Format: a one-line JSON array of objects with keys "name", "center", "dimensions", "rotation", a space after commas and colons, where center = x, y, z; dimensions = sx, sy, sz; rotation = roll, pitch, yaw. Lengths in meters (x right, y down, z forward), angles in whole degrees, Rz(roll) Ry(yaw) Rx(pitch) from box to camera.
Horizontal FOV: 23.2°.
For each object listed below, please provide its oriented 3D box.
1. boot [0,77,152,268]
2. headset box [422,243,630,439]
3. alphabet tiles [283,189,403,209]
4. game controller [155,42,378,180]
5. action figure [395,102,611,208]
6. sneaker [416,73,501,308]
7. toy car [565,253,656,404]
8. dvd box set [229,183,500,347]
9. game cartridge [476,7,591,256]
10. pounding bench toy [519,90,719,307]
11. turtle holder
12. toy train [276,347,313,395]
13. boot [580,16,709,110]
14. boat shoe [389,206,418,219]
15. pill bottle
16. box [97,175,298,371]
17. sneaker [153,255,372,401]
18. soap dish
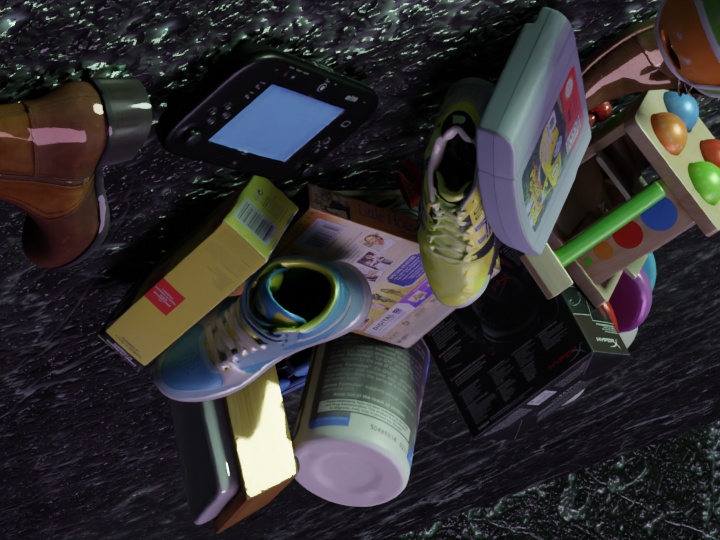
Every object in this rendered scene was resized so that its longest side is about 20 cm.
[{"name": "boot", "center": [-0.250, -0.048, 1.121], "dimensions": [0.199, 0.069, 0.188], "rotation": [-12, 160, -34]}, {"name": "headset box", "center": [0.130, 0.031, 1.599], "dimensions": [0.148, 0.201, 0.075], "rotation": [-40, 154, 27]}, {"name": "alphabet tiles", "center": [-0.075, -0.028, 1.551], "dimensions": [0.167, 0.008, 0.199], "rotation": [-35, 160, 35]}, {"name": "game controller", "center": [-0.062, -0.109, 1.240], "dimensions": [0.104, 0.042, 0.200], "rotation": [-30, 164, 21]}, {"name": "action figure", "center": [0.128, -0.109, 1.498], "dimensions": [0.198, 0.052, 0.065], "rotation": [-18, 168, -17]}, {"name": "sneaker", "center": [0.072, -0.055, 1.397], "dimensions": [0.076, 0.075, 0.202], "rotation": [-50, 147, -52]}, {"name": "toy car", "center": [0.217, 0.027, 1.743], "dimensions": [0.200, 0.176, 0.149], "rotation": [-38, -161, -36]}, {"name": "dvd box set", "center": [0.000, 0.000, 1.519], "dimensions": [0.199, 0.030, 0.146], "rotation": [17, 140, -29]}, {"name": "game cartridge", "center": [0.136, -0.097, 1.373], "dimensions": [0.134, 0.041, 0.200], "rotation": [-61, 157, -17]}, {"name": "pounding bench toy", "center": [0.232, -0.061, 1.522], "dimensions": [0.156, 0.125, 0.200], "rotation": [-34, -171, 32]}, {"name": "turtle holder", "center": [0.303, -0.207, 1.326], "dimensions": [0.131, 0.141, 0.186], "rotation": [-19, -147, 50]}, {"name": "toy train", "center": [-0.095, 0.094, 1.778], "dimensions": [0.199, 0.087, 0.114], "rotation": [-27, 170, 11]}, {"name": "boot", "center": [0.259, -0.170, 1.445], "dimensions": [0.199, 0.076, 0.074], "rotation": [-26, 166, 11]}, {"name": "boat shoe", "center": [-0.013, 0.003, 1.594], "dimensions": [0.199, 0.073, 0.062], "rotation": [-30, 166, 31]}, {"name": "pill bottle", "center": [0.004, 0.108, 1.639], "dimensions": [0.113, 0.201, 0.114], "rotation": [8, 141, 6]}, {"name": "box", "center": [-0.134, 0.003, 1.429], "dimensions": [0.200, 0.050, 0.075], "rotation": [-37, -164, 42]}, {"name": "sneaker", "center": [-0.094, 0.043, 1.425], "dimensions": [0.199, 0.080, 0.131], "rotation": [-28, 169, 7]}, {"name": "soap dish", "center": [-0.121, 0.126, 1.603], "dimensions": [0.080, 0.202, 0.157], "rotation": [-8, 163, -18]}]
